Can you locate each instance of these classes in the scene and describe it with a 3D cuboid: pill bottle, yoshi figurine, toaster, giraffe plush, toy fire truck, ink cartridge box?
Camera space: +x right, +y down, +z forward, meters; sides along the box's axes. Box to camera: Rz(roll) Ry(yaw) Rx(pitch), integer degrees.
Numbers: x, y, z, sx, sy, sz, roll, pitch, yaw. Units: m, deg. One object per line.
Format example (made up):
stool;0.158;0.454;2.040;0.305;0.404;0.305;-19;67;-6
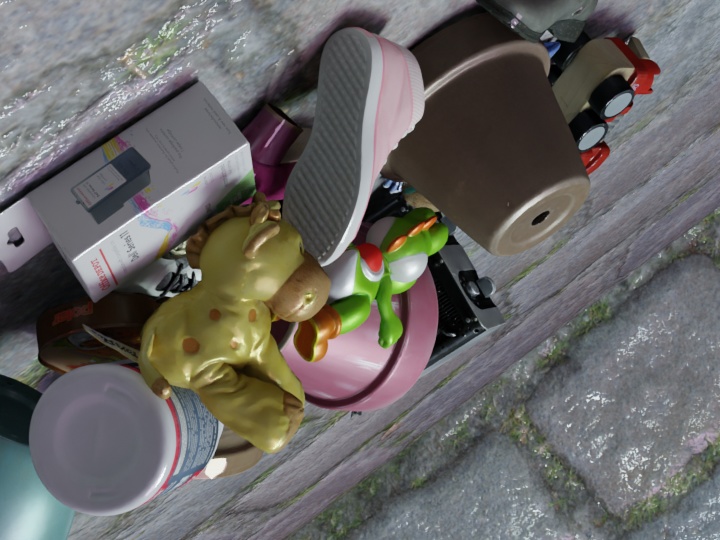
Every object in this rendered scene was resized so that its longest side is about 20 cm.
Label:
pill bottle;-0.183;0.131;1.239;0.120;0.120;0.200;-39;173;9
yoshi figurine;-0.001;0.012;1.404;0.200;0.113;0.112;-32;-155;-32
toaster;0.042;0.034;1.665;0.200;0.181;0.119;-35;169;23
giraffe plush;-0.096;0.024;1.190;0.200;0.173;0.162;30;98;-38
toy fire truck;0.266;-0.190;1.674;0.200;0.129;0.176;-8;143;-44
ink cartridge box;-0.181;-0.047;1.139;0.200;0.067;0.117;-35;167;-10

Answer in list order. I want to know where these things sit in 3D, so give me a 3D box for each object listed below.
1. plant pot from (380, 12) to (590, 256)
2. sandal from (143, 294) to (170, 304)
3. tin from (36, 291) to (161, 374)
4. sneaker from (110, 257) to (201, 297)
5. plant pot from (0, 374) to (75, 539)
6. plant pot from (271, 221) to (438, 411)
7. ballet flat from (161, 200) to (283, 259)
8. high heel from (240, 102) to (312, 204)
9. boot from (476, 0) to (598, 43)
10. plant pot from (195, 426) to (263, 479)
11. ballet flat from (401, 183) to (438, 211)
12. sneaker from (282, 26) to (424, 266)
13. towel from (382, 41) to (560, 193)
plant pot;0.124;-0.113;1.393;0.200;0.175;0.200;-30;158;-13
sandal;-0.189;0.046;1.430;0.200;0.055;0.082;-30;164;-7
tin;-0.213;0.067;1.331;0.112;0.042;0.200;-21;158;11
sneaker;-0.151;-0.005;1.323;0.200;0.080;0.074;-16;157;-51
plant pot;-0.331;0.182;1.268;0.161;0.200;0.200;-61;160;12
plant pot;-0.049;0.040;1.517;0.200;0.200;0.179;-44;148;26
ballet flat;-0.112;-0.050;1.295;0.200;0.046;0.068;-20;128;-55
high heel;-0.066;-0.080;1.308;0.096;0.067;0.200;-49;149;7
boot;0.183;-0.276;1.333;0.131;0.068;0.200;-55;161;24
plant pot;-0.186;0.123;1.492;0.201;0.200;0.093;-15;122;-56
ballet flat;0.101;-0.096;1.602;0.065;0.071;0.200;-14;174;27
sneaker;0.002;-0.100;1.247;0.105;0.075;0.201;-5;111;-58
towel;0.119;-0.162;1.581;0.147;0.024;0.200;-23;160;-46
